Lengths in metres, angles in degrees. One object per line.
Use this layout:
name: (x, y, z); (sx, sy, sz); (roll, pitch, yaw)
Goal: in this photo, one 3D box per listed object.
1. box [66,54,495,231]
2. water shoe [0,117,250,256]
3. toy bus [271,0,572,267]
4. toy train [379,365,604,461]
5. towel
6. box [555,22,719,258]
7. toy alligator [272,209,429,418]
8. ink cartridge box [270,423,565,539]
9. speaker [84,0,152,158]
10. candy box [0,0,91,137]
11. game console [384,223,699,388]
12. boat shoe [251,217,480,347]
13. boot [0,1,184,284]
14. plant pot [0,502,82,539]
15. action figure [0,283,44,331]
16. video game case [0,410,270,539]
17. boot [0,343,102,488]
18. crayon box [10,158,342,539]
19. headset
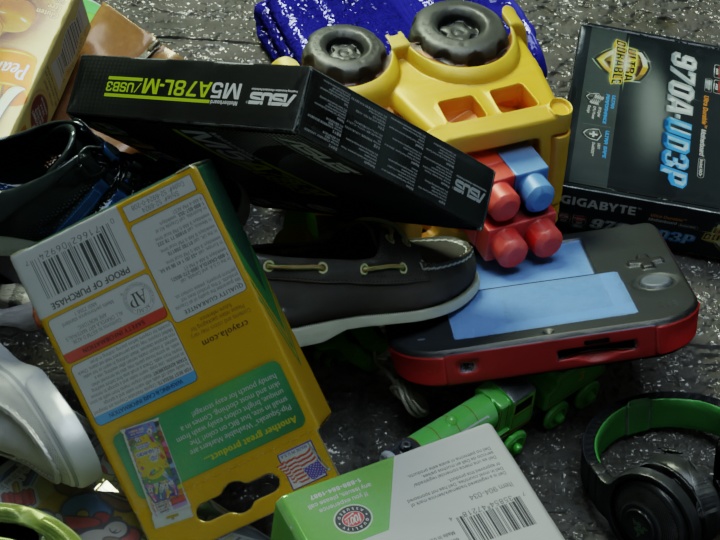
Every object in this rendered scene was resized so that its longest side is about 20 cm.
box: (-0.048, -0.078, 1.290); (0.192, 0.199, 0.048); (10, 81, 38)
water shoe: (-0.163, -0.049, 1.270); (0.198, 0.079, 0.072); (-1, 47, -12)
toy bus: (0.050, -0.073, 1.433); (0.198, 0.137, 0.193); (-13, 45, -18)
toy train: (0.082, 0.095, 1.322); (0.199, 0.057, 0.042); (-29, 54, -33)
towel: (0.031, -0.184, 1.614); (0.198, 0.050, 0.148); (-15, 47, -21)
box: (0.227, -0.097, 1.548); (0.157, 0.046, 0.201); (11, 43, 4)
toy alligator: (-0.020, 0.034, 1.381); (0.054, 0.059, 0.201); (-41, 55, 15)
ink cartridge box: (0.054, 0.204, 1.171); (0.144, 0.084, 0.201); (-16, 54, -22)
speaker: (-0.165, -0.123, 1.500); (0.200, 0.089, 0.088); (37, 51, 28)
candy box: (-0.267, -0.107, 1.372); (0.114, 0.055, 0.201); (14, 64, 11)
game console: (0.112, 0.017, 1.369); (0.198, 0.031, 0.177); (-8, 26, -1)
boat shoe: (0.000, 0.000, 1.307); (0.200, 0.061, 0.071); (-14, 23, -40)
boot: (-0.229, -0.105, 1.420); (0.187, 0.069, 0.201); (30, 78, 22)
plant pot: (-0.176, 0.215, 1.043); (0.198, 0.191, 0.201); (-1, 51, 1)
action figure: (-0.140, 0.013, 1.350); (0.192, 0.105, 0.201); (27, 31, -9)
video game case: (-0.169, 0.185, 1.221); (0.181, 0.023, 0.200); (30, 48, 22)
boot: (-0.235, 0.097, 1.254); (0.095, 0.074, 0.200); (-31, 31, -21)
crayon box: (-0.103, 0.053, 1.223); (0.125, 0.201, 0.052); (-25, 3, 10)
headset: (0.215, 0.128, 1.276); (0.122, 0.095, 0.200); (-13, 35, -19)
